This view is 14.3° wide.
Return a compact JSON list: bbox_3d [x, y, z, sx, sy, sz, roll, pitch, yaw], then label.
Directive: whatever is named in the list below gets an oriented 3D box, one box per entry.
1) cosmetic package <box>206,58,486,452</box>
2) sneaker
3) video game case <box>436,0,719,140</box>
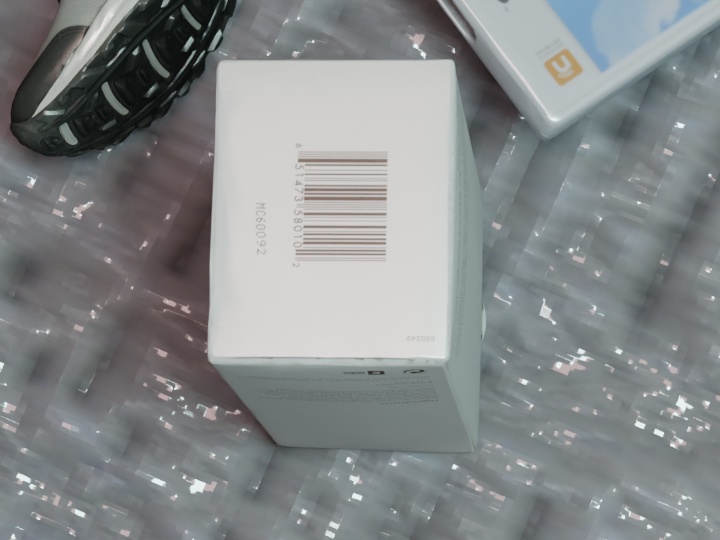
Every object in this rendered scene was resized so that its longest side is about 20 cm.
[{"bbox_3d":[0.000,0.000,1.027,0.085,0.200,0.108,0,77,4],"label":"cosmetic package"},{"bbox_3d":[-0.085,-0.134,1.132,0.079,0.074,0.200,24,77,19],"label":"sneaker"},{"bbox_3d":[0.095,-0.175,1.108,0.200,0.022,0.182,-34,82,-17],"label":"video game case"}]
